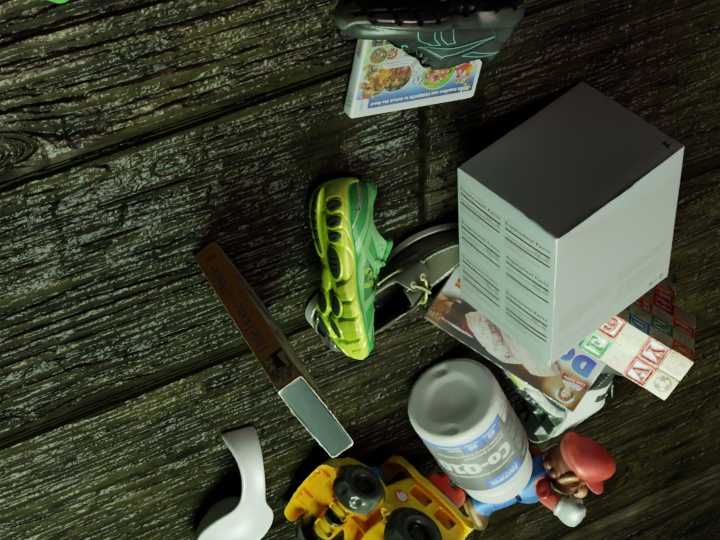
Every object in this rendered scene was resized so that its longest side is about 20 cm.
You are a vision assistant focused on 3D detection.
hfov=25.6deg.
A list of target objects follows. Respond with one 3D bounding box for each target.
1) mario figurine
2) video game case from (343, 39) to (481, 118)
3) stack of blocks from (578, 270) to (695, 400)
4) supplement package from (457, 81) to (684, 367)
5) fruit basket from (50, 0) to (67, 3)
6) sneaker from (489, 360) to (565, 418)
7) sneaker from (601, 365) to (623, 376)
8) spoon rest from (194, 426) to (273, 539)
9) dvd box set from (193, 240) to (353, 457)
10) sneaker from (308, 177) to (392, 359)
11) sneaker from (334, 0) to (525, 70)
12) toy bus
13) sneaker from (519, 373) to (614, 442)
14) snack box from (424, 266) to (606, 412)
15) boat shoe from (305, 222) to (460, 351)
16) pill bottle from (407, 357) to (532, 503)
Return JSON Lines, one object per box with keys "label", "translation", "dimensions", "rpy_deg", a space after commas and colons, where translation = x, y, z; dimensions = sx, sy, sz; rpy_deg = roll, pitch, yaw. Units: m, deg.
{"label": "mario figurine", "translation": [0.237, 0.283, 2.051], "dimensions": [0.200, 0.124, 0.106], "rpy_deg": [-19, 160, 17]}
{"label": "video game case", "translation": [0.064, -0.239, 1.493], "dimensions": [0.143, 0.018, 0.200], "rpy_deg": [-13, 136, -27]}
{"label": "stack of blocks", "translation": [0.321, 0.053, 1.823], "dimensions": [0.115, 0.200, 0.059], "rpy_deg": [31, 117, -3]}
{"label": "supplement package", "translation": [0.218, -0.050, 1.672], "dimensions": [0.191, 0.147, 0.200], "rpy_deg": [-35, 144, -24]}
{"label": "fruit basket", "translation": [-0.291, -0.265, 1.134], "dimensions": [0.215, 0.156, 0.216], "rpy_deg": [2, 169, 0]}
{"label": "sneaker", "translation": [0.211, 0.110, 1.913], "dimensions": [0.080, 0.077, 0.200], "rpy_deg": [-45, 135, -8]}
{"label": "sneaker", "translation": [0.235, 0.096, 1.844], "dimensions": [0.200, 0.074, 0.085], "rpy_deg": [21, 92, -19]}
{"label": "spoon rest", "translation": [-0.142, 0.271, 1.832], "dimensions": [0.099, 0.061, 0.200], "rpy_deg": [-14, 136, -25]}
{"label": "dvd box set", "translation": [-0.086, 0.078, 1.561], "dimensions": [0.029, 0.200, 0.146], "rpy_deg": [-35, 143, -1]}
{"label": "sneaker", "translation": [0.000, 0.000, 1.616], "dimensions": [0.083, 0.074, 0.201], "rpy_deg": [-20, 119, -33]}
{"label": "sneaker", "translation": [0.061, -0.216, 1.440], "dimensions": [0.200, 0.075, 0.079], "rpy_deg": [-6, 135, -32]}
{"label": "toy bus", "translation": [0.038, 0.293, 1.927], "dimensions": [0.192, 0.200, 0.136], "rpy_deg": [-39, 169, -50]}
{"label": "sneaker", "translation": [0.285, 0.138, 2.009], "dimensions": [0.088, 0.074, 0.200], "rpy_deg": [-6, 146, -39]}
{"label": "snack box", "translation": [0.173, 0.075, 1.776], "dimensions": [0.072, 0.200, 0.024], "rpy_deg": [-57, -179, 9]}
{"label": "boat shoe", "translation": [0.040, 0.019, 1.707], "dimensions": [0.201, 0.060, 0.072], "rpy_deg": [-30, 140, -7]}
{"label": "pill bottle", "translation": [0.139, 0.200, 1.926], "dimensions": [0.114, 0.114, 0.200], "rpy_deg": [-35, 142, -1]}
